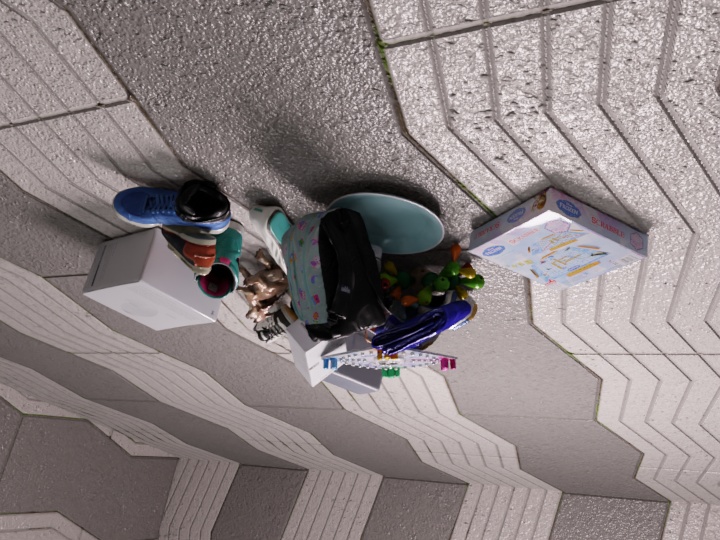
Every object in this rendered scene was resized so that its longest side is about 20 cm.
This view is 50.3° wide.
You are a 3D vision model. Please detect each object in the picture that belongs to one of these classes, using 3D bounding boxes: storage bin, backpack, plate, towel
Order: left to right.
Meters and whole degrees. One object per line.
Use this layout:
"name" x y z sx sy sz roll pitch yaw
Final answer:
"backpack" -0.045 0.004 1.223 0.126 0.202 0.166 -12 -179 36
"storage bin" -0.020 0.195 1.755 0.199 0.135 0.145 25 152 -30
"plate" 0.042 -0.083 1.264 0.198 0.026 0.201 10 155 5
"towel" 0.115 0.102 1.353 0.147 0.050 0.200 -24 174 19

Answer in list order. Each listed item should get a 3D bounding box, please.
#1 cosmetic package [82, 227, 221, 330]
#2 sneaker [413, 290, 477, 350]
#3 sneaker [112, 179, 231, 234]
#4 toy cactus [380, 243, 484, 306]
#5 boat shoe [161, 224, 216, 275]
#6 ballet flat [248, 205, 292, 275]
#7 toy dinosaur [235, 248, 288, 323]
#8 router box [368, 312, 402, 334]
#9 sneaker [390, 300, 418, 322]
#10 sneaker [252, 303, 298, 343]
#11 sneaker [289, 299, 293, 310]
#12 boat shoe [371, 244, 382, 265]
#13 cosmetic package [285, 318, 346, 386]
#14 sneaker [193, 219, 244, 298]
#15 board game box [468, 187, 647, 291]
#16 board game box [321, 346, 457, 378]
"cosmetic package" -0.415 0.023 1.565 0.199 0.124 0.199 -8 149 38
"sneaker" 0.131 0.092 1.502 0.199 0.075 0.088 -37 104 25
"sneaker" -0.314 -0.114 1.280 0.198 0.077 0.111 11 162 -11
"toy cactus" 0.114 0.010 1.365 0.198 0.103 0.165 -11 -176 -13
"boat shoe" -0.309 -0.043 1.369 0.071 0.063 0.200 -1 -167 -32
"ballet flat" -0.146 -0.055 1.373 0.069 0.070 0.200 3 150 18
"toy dinosaur" -0.183 0.029 1.532 0.135 0.087 0.199 28 146 -33
"router box" -0.013 0.062 1.428 0.179 0.049 0.200 33 176 17
"sneaker" 0.056 0.079 1.557 0.198 0.075 0.082 7 156 -19
"sneaker" -0.178 0.125 1.650 0.076 0.088 0.200 51 164 -10
"sneaker" -0.117 0.074 1.614 0.087 0.076 0.200 9 156 17
"boat shoe" 0.000 0.000 1.379 0.071 0.063 0.200 13 169 0
"cosmetic package" -0.087 0.154 1.574 0.074 0.101 0.200 47 163 24
"sneaker" -0.270 0.004 1.443 0.083 0.122 0.200 17 148 -11
"board game box" 0.310 -0.042 1.218 0.198 0.041 0.200 22 154 -23
"board game box" 0.056 0.183 1.513 0.199 0.026 0.199 14 159 -39
